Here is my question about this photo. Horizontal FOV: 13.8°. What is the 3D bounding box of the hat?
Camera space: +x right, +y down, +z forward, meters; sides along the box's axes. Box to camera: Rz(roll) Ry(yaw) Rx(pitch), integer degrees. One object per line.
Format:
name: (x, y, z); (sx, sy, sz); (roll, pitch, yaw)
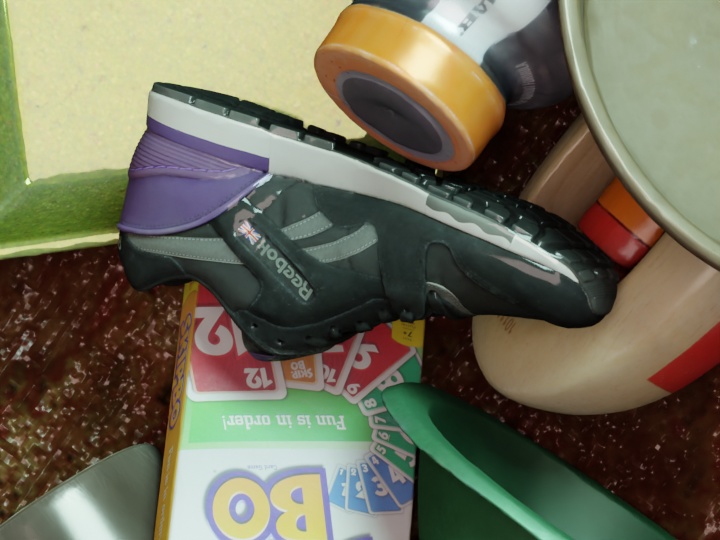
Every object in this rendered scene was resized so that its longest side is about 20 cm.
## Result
hat: (0.048, 0.168, 1.116); (0.200, 0.166, 0.176); (34, 98, 11)

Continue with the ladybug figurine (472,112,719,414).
ladybug figurine: (0.127, -0.023, 1.129); (0.072, 0.136, 0.200); (35, 103, -31)

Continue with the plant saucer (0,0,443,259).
plant saucer: (-0.074, -0.113, 1.181); (0.199, 0.048, 0.200); (-7, 90, 7)

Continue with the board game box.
board game box: (-0.028, 0.091, 1.122); (0.095, 0.030, 0.200); (14, 57, -14)

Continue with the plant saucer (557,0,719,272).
plant saucer: (0.158, -0.080, 1.052); (0.200, 0.029, 0.201); (6, 72, -19)

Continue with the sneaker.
sneaker: (0.000, 0.000, 1.108); (0.200, 0.076, 0.088); (21, 98, 25)

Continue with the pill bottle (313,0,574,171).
pill bottle: (0.064, -0.134, 1.105); (0.106, 0.106, 0.200); (33, 72, 5)

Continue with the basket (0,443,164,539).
basket: (-0.070, 0.180, 1.142); (0.180, 0.136, 0.200); (-32, 80, -27)
